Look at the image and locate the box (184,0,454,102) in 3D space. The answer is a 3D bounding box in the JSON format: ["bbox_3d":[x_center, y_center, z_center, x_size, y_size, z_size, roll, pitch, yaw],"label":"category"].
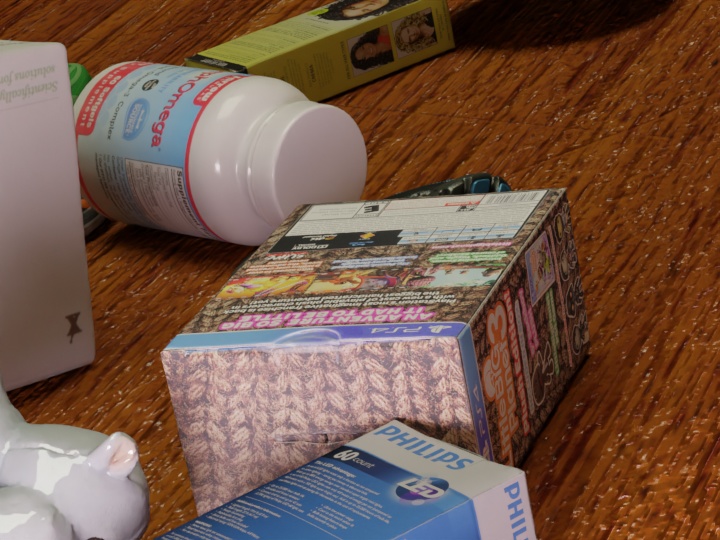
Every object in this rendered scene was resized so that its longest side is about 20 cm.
[{"bbox_3d":[-0.029,-0.164,2.056,0.199,0.050,0.075,-25,24,-31],"label":"box"}]

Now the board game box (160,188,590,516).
[{"bbox_3d":[0.014,0.041,1.411,0.158,0.097,0.200,-3,22,23],"label":"board game box"}]

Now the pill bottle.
[{"bbox_3d":[-0.092,-0.075,1.764,0.108,0.109,0.199,-28,25,-38],"label":"pill bottle"}]

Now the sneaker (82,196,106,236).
[{"bbox_3d":[-0.246,-0.062,1.810,0.077,0.113,0.200,10,29,44],"label":"sneaker"}]

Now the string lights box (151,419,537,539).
[{"bbox_3d":[-0.027,0.140,1.225,0.199,0.059,0.103,-24,24,-30],"label":"string lights box"}]

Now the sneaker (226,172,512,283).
[{"bbox_3d":[0.000,0.000,1.596,0.199,0.074,0.082,-18,4,-32],"label":"sneaker"}]

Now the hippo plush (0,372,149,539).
[{"bbox_3d":[-0.182,0.115,1.321,0.160,0.160,0.200,28,50,14],"label":"hippo plush"}]

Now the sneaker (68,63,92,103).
[{"bbox_3d":[-0.283,-0.139,2.061,0.199,0.084,0.074,-12,14,-40],"label":"sneaker"}]

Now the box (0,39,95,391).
[{"bbox_3d":[-0.285,-0.025,1.574,0.171,0.201,0.198,9,18,42],"label":"box"}]
